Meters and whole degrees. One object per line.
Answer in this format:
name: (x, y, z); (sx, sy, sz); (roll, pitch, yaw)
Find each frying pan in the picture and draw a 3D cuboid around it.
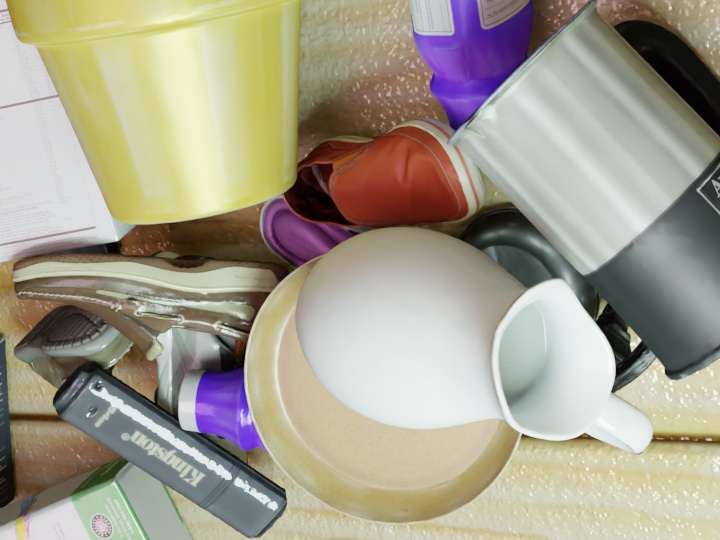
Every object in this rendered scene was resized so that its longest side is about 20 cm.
frying pan: (0.120, 0.048, 0.959); (0.115, 0.031, 0.190); (-7, 105, 35)

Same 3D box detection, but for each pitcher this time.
pitcher: (0.067, 0.052, 0.831); (0.200, 0.121, 0.172); (13, 158, 50)

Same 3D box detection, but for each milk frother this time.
milk frother: (0.139, -0.030, 0.817); (0.188, 0.180, 0.200); (47, 121, 1)

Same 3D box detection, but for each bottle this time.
bottle: (0.068, -0.165, 0.847); (0.065, 0.084, 0.200); (6, 122, 31)
bottle: (-0.034, 0.105, 1.020); (0.199, 0.065, 0.084); (5, 113, 11)

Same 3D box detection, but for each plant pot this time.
plant pot: (-0.119, -0.138, 0.902); (0.200, 0.201, 0.189); (-1, 107, 31)
plant pot: (0.017, 0.077, 0.947); (0.199, 0.027, 0.201); (4, 106, 15)

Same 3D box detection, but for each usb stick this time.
usb stick: (-0.144, 0.141, 1.060); (0.200, 0.033, 0.055); (37, 117, -18)

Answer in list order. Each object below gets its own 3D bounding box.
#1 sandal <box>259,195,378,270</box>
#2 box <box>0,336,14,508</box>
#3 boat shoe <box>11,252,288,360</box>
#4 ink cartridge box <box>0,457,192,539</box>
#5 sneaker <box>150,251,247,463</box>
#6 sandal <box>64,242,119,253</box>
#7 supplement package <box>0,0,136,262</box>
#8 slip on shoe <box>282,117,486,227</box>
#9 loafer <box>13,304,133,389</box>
sandal: (0.000, 0.007, 0.981); (0.202, 0.050, 0.083); (25, 125, 31)
box: (-0.432, 0.131, 1.274); (0.200, 0.104, 0.183); (18, 121, 23)
boat shoe: (-0.154, 0.028, 1.005); (0.202, 0.075, 0.075); (2, 86, -1)
ink cartridge box: (-0.251, 0.264, 1.201); (0.200, 0.088, 0.146); (-25, 98, 14)
sneaker: (-0.119, 0.082, 1.087); (0.079, 0.074, 0.201); (-2, 110, 26)
sandal: (-0.280, -0.069, 1.129); (0.200, 0.048, 0.075); (44, 126, 6)
supplement package: (-0.237, -0.122, 1.024); (0.113, 0.110, 0.201); (-9, 106, 13)
slip on shoe: (0.013, -0.056, 0.905); (0.200, 0.061, 0.074); (5, 125, 57)
loafer: (-0.220, 0.063, 1.120); (0.070, 0.075, 0.200); (48, 158, -15)
